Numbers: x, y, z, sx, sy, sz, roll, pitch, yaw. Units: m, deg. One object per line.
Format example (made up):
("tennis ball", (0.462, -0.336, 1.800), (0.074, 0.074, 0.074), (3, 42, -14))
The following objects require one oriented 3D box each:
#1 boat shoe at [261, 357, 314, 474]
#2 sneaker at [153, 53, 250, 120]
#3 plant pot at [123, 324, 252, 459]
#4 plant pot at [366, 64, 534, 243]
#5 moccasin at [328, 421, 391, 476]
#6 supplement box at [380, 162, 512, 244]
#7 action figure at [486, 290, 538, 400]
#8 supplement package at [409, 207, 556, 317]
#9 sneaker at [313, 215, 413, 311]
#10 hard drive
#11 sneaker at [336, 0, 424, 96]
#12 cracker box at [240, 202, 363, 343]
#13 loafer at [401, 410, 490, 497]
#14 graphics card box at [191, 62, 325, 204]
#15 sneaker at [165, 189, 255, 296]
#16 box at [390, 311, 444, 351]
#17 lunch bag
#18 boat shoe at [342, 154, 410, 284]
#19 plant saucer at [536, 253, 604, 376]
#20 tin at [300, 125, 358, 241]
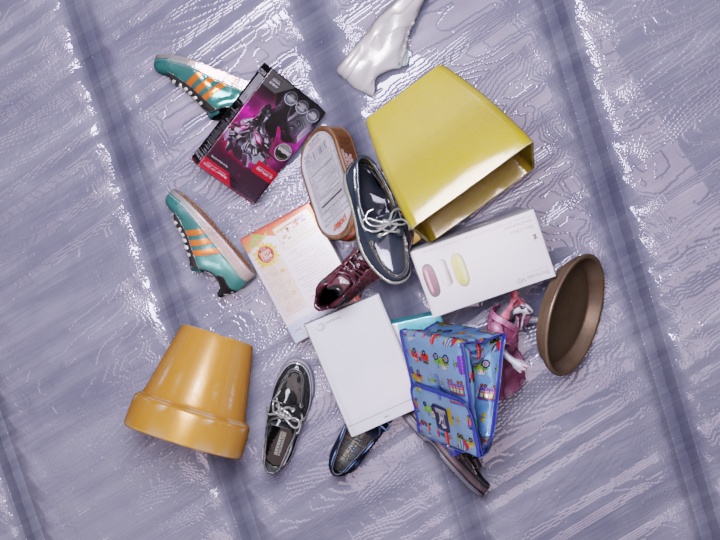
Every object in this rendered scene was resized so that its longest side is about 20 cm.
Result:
("boat shoe", (-0.130, 0.249, 1.494), (0.074, 0.068, 0.200), (20, 96, 3))
("sneaker", (-0.256, -0.297, 1.457), (0.200, 0.071, 0.080), (21, 92, 1))
("plant pot", (-0.265, 0.194, 1.452), (0.200, 0.200, 0.183), (17, 80, 3))
("plant pot", (0.120, -0.177, 1.278), (0.200, 0.200, 0.176), (-36, 80, 7))
("moccasin", (0.013, 0.267, 1.483), (0.080, 0.068, 0.200), (25, 95, 3))
("supplement box", (0.125, -0.153, 1.420), (0.200, 0.103, 0.131), (-37, 91, 8))
("action figure", (0.227, 0.112, 1.425), (0.149, 0.134, 0.200), (20, 121, 27))
("supplement package", (0.191, -0.016, 1.400), (0.200, 0.156, 0.111), (-20, 93, 6))
("sneaker", (0.000, 0.000, 1.362), (0.076, 0.116, 0.200), (44, 111, 2))
("hard drive", (0.007, 0.154, 1.434), (0.132, 0.027, 0.200), (-23, 93, -6))
("sneaker", (0.055, -0.376, 1.432), (0.088, 0.075, 0.200), (39, 103, -12))
("cracker box", (-0.095, 0.003, 1.476), (0.134, 0.058, 0.200), (-27, 91, 6))
("loafer", (0.154, 0.292, 1.475), (0.063, 0.072, 0.200), (-44, 89, 1))
("graphics card box", (-0.167, -0.222, 1.439), (0.125, 0.051, 0.200), (36, 97, -33))
("sneaker", (-0.269, -0.043, 1.473), (0.080, 0.071, 0.200), (-40, 92, 3))
("box", (0.048, 0.128, 1.478), (0.200, 0.049, 0.082), (-13, 94, 6))
("lunch bag", (0.146, 0.192, 1.371), (0.094, 0.151, 0.200), (-9, 99, -36))
("boat shoe", (0.030, -0.078, 1.319), (0.075, 0.062, 0.200), (-12, 78, -16))
("plant saucer", (0.333, 0.069, 1.393), (0.029, 0.200, 0.200), (17, 97, 37))
("tin", (-0.043, -0.141, 1.418), (0.112, 0.042, 0.200), (-42, 58, 47))
